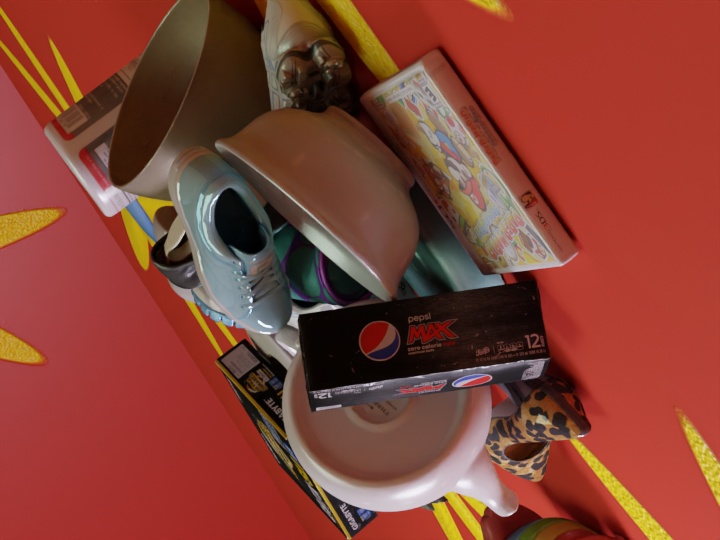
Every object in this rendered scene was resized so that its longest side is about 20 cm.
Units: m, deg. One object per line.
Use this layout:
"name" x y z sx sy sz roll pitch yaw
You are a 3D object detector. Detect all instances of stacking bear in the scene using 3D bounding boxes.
"stacking bear" 0.204 0.299 1.795 0.113 0.123 0.200 19 167 -20

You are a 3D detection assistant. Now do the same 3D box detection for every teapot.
"teapot" 0.026 0.125 1.599 0.146 0.195 0.202 59 -158 -69

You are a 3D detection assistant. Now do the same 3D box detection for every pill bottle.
"pill bottle" -0.209 -0.157 1.821 0.114 0.199 0.114 52 174 8

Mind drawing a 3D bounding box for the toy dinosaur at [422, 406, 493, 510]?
"toy dinosaur" 0.042 0.162 1.837 0.199 0.102 0.137 -6 115 35

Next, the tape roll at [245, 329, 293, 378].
"tape roll" -0.015 0.092 1.958 0.203 0.139 0.203 49 168 14

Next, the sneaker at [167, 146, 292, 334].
"sneaker" -0.103 -0.011 1.557 0.082 0.074 0.201 38 161 51

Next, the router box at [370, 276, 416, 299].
"router box" 0.000 0.000 1.772 0.201 0.051 0.150 59 173 30

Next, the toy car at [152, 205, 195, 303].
"toy car" -0.133 -0.063 1.974 0.149 0.176 0.200 13 -154 -23

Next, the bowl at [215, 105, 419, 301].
"bowl" -0.018 -0.071 1.485 0.201 0.090 0.201 42 175 4

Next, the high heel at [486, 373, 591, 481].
"high heel" 0.168 0.157 1.621 0.142 0.071 0.201 37 159 42

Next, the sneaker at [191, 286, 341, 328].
"sneaker" -0.090 0.018 1.821 0.199 0.075 0.087 17 137 27

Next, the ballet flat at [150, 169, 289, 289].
"ballet flat" -0.116 -0.050 1.629 0.068 0.200 0.068 26 -145 -41

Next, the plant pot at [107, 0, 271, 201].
"plant pot" -0.133 -0.145 1.688 0.134 0.202 0.200 24 180 -23

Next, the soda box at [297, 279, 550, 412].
"soda box" 0.051 0.062 1.465 0.063 0.198 0.071 91 171 -70

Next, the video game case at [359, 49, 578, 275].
"video game case" 0.079 -0.077 1.395 0.183 0.023 0.200 54 168 -6

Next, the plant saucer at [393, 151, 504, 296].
"plant saucer" 0.061 -0.017 1.605 0.200 0.036 0.200 50 168 14

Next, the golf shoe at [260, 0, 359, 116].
"golf shoe" -0.050 -0.175 1.544 0.200 0.078 0.098 101 149 -68

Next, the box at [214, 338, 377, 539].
"box" -0.069 0.188 1.989 0.160 0.049 0.201 40 163 43

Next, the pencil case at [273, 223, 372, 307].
"pencil case" -0.064 -0.022 1.679 0.199 0.085 0.093 12 128 51
